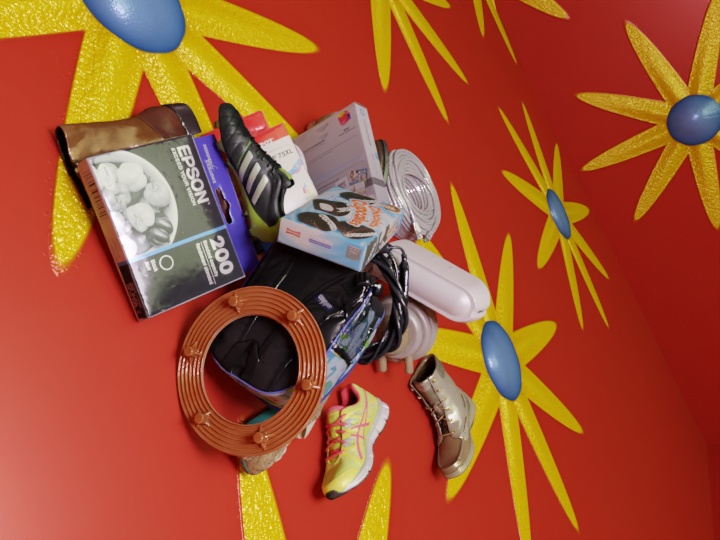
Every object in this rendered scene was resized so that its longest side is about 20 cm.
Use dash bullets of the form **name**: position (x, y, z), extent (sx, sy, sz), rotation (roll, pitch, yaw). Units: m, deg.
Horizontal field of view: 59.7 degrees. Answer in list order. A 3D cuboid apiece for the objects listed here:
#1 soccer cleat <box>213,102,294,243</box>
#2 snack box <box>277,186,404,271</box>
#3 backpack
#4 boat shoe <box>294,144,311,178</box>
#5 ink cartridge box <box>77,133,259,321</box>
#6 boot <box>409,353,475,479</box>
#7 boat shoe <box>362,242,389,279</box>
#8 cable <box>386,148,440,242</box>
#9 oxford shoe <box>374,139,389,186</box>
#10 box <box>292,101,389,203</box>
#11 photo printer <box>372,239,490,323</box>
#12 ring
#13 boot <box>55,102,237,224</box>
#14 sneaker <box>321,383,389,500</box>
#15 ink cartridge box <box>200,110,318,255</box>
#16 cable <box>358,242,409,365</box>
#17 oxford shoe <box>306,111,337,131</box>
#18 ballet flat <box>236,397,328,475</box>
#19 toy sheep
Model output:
- **soccer cleat**: position (-0.140, -0.139, 0.870), extent (0.068, 0.080, 0.202), rotation (-54, 127, -75)
- **snack box**: position (-0.019, -0.063, 0.857), extent (0.200, 0.115, 0.037), rotation (-47, 155, -64)
- **backpack**: position (-0.082, 0.084, 0.835), extent (0.201, 0.182, 0.147), rotation (-52, 148, -17)
- **boat shoe**: position (-0.097, -0.111, 1.049), extent (0.066, 0.069, 0.202), rotation (10, 63, -60)
- **ink cartridge box**: position (-0.224, -0.065, 0.797), extent (0.199, 0.043, 0.200), rotation (-28, 103, -42)
- **boot**: position (0.149, 0.267, 1.168), extent (0.155, 0.072, 0.201), rotation (54, 31, -21)
- **boat shoe**: position (0.000, 0.000, 1.132), extent (0.200, 0.073, 0.067), rotation (-32, 125, -57)
- **cable**: position (0.101, -0.161, 1.354), extent (0.201, 0.069, 0.200), rotation (61, 33, -8)
- **oxford shoe**: position (-0.003, -0.153, 1.143), extent (0.084, 0.073, 0.202), rotation (22, 81, -22)
- **box**: position (-0.039, -0.162, 1.078), extent (0.041, 0.155, 0.202), rotation (8, 64, -55)
- **photo printer**: position (0.133, 0.020, 1.098), extent (0.199, 0.070, 0.166), rotation (30, 14, 14)
- **ring**: position (-0.134, 0.117, 0.746), extent (0.019, 0.199, 0.202), rotation (39, 38, -67)
- **boot**: position (-0.267, -0.119, 0.816), extent (0.200, 0.068, 0.190), rotation (-37, 110, -51)
- **sneaker**: position (-0.025, 0.250, 0.940), extent (0.090, 0.078, 0.200), rotation (47, 32, -14)
- **ink cartridge box**: position (-0.146, -0.140, 0.947), extent (0.116, 0.067, 0.201), rotation (-29, 96, -20)
- **cable**: position (-0.003, 0.051, 1.006), extent (0.051, 0.161, 0.202), rotation (-106, -161, -89)
- **oxford shoe**: position (-0.028, -0.202, 1.189), extent (0.201, 0.073, 0.071), rotation (60, 34, -11)
- **ballet flat**: position (-0.104, 0.213, 0.865), extent (0.200, 0.070, 0.066), rotation (-28, 121, -54)
- **toy sheep**: position (0.077, 0.101, 1.118), extent (0.139, 0.137, 0.200), rotation (64, 21, -4)
